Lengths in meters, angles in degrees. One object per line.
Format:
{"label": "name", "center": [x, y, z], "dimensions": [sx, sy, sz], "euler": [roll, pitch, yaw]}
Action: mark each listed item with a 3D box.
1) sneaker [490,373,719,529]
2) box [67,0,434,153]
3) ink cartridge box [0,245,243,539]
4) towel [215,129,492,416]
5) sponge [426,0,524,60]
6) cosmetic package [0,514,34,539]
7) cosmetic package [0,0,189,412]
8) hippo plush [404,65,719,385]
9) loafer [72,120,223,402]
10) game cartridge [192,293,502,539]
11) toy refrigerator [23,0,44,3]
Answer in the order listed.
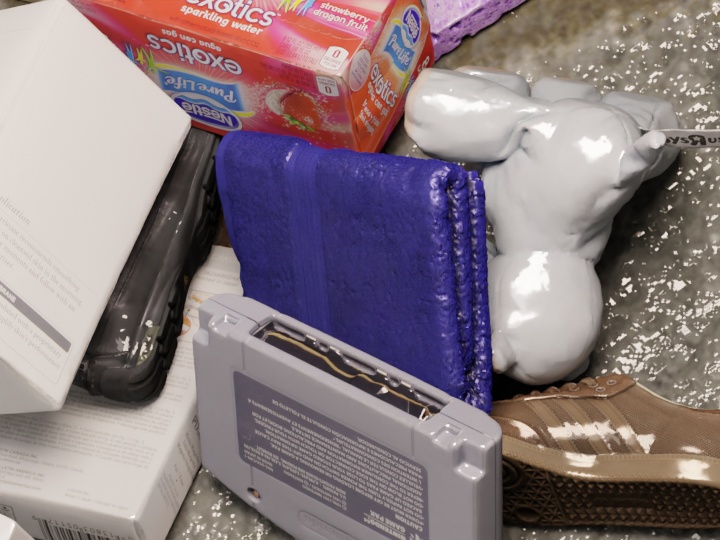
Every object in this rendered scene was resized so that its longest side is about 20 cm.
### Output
{"label": "sneaker", "center": [0.122, 0.095, 1.592], "dimensions": [0.200, 0.070, 0.076], "euler": [7, 52, 14]}
{"label": "box", "center": [-0.068, -0.142, 1.682], "dimensions": [0.200, 0.095, 0.100], "euler": [18, 58, 22]}
{"label": "ink cartridge box", "center": [-0.160, 0.066, 1.701], "dimensions": [0.163, 0.057, 0.200], "euler": [10, 49, 20]}
{"label": "towel", "center": [0.000, 0.000, 1.599], "dimensions": [0.200, 0.050, 0.148], "euler": [11, 113, 51]}
{"label": "sponge", "center": [0.002, -0.162, 1.750], "dimensions": [0.200, 0.030, 0.112], "euler": [-34, 62, 0]}
{"label": "cosmetic package", "center": [-0.260, 0.184, 1.580], "dimensions": [0.199, 0.200, 0.123], "euler": [20, 74, 23]}
{"label": "cosmetic package", "center": [-0.234, -0.032, 1.648], "dimensions": [0.199, 0.123, 0.200], "euler": [-6, 50, 42]}
{"label": "hippo plush", "center": [0.112, -0.020, 1.616], "dimensions": [0.200, 0.159, 0.161], "euler": [17, 103, 36]}
{"label": "loafer", "center": [-0.127, -0.015, 1.685], "dimensions": [0.070, 0.068, 0.201], "euler": [11, 57, 9]}
{"label": "game cartridge", "center": [-0.006, 0.103, 1.579], "dimensions": [0.200, 0.133, 0.041], "euler": [26, 41, 31]}
{"label": "toy refrigerator", "center": [-0.232, -0.214, 1.818], "dimensions": [0.200, 0.076, 0.070], "euler": [16, 73, 21]}
